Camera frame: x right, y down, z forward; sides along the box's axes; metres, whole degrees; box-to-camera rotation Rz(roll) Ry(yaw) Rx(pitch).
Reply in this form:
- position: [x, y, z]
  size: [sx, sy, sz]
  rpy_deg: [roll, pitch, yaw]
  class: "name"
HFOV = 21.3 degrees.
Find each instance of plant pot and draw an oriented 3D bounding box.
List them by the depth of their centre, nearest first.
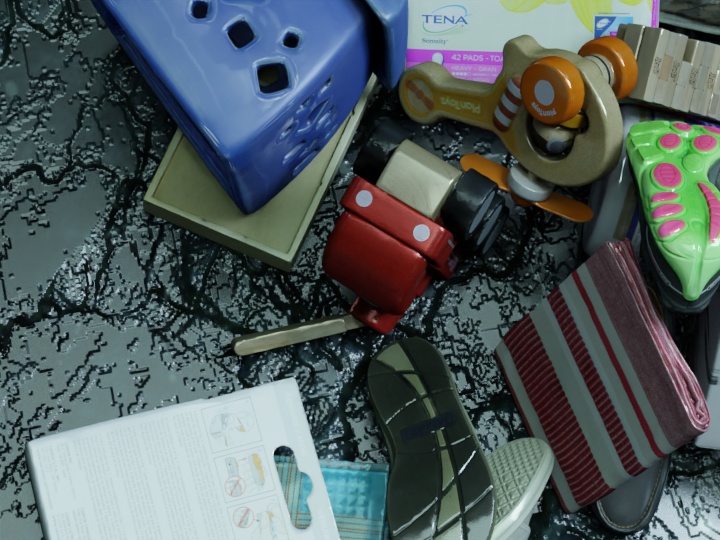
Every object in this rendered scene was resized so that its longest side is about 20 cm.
- position: [-0.075, -0.182, 1.374]
  size: [0.180, 0.200, 0.200]
  rpy_deg: [-36, 81, -6]
  class: "plant pot"

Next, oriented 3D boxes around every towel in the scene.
- position: [0.167, 0.079, 1.357]
  size: [0.023, 0.200, 0.145]
  rpy_deg: [-15, 73, -27]
  class: "towel"
- position: [-0.077, 0.205, 1.388]
  size: [0.199, 0.022, 0.147]
  rpy_deg: [5, 72, -3]
  class: "towel"

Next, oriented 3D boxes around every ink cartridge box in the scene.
- position: [0.277, 0.049, 1.363]
  size: [0.067, 0.201, 0.116]
  rpy_deg: [6, 36, 3]
  class: "ink cartridge box"
- position: [-0.124, 0.179, 1.364]
  size: [0.199, 0.057, 0.163]
  rpy_deg: [-12, 74, -15]
  class: "ink cartridge box"

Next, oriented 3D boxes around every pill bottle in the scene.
- position: [0.277, -0.046, 1.443]
  size: [0.199, 0.120, 0.120]
  rpy_deg: [14, 72, 0]
  class: "pill bottle"

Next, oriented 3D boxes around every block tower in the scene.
- position: [0.265, -0.139, 1.427]
  size: [0.199, 0.054, 0.058]
  rpy_deg: [11, 96, -41]
  class: "block tower"

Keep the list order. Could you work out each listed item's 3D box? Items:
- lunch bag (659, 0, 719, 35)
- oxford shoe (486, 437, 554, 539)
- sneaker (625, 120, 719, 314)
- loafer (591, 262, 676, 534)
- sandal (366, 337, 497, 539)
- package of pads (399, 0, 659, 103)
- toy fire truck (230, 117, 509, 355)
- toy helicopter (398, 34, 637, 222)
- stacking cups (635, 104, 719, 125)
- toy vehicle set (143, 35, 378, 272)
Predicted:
- position: [0.316, -0.274, 1.515]
  size: [0.199, 0.118, 0.165]
  rpy_deg: [5, 70, -27]
  class: "lunch bag"
- position: [0.085, 0.209, 1.384]
  size: [0.058, 0.075, 0.200]
  rpy_deg: [47, 61, -30]
  class: "oxford shoe"
- position: [0.214, -0.041, 1.309]
  size: [0.076, 0.084, 0.200]
  rpy_deg: [8, 33, 5]
  class: "sneaker"
- position: [0.194, 0.096, 1.394]
  size: [0.072, 0.072, 0.201]
  rpy_deg: [1, 93, 7]
  class: "loafer"
- position: [0.054, 0.139, 1.390]
  size: [0.079, 0.057, 0.202]
  rpy_deg: [-13, 52, 4]
  class: "sandal"
- position: [0.127, -0.210, 1.451]
  size: [0.199, 0.068, 0.155]
  rpy_deg: [3, 105, 12]
  class: "package of pads"
- position: [0.000, 0.000, 1.389]
  size: [0.128, 0.176, 0.201]
  rpy_deg: [31, 89, 10]
  class: "toy fire truck"
- position: [0.107, -0.107, 1.392]
  size: [0.199, 0.133, 0.079]
  rpy_deg: [17, 30, 41]
  class: "toy helicopter"
- position: [0.200, -0.164, 1.511]
  size: [0.200, 0.061, 0.061]
  rpy_deg: [40, 74, 3]
  class: "stacking cups"
- position: [-0.071, -0.112, 1.483]
  size: [0.124, 0.027, 0.201]
  rpy_deg: [24, 73, 3]
  class: "toy vehicle set"
